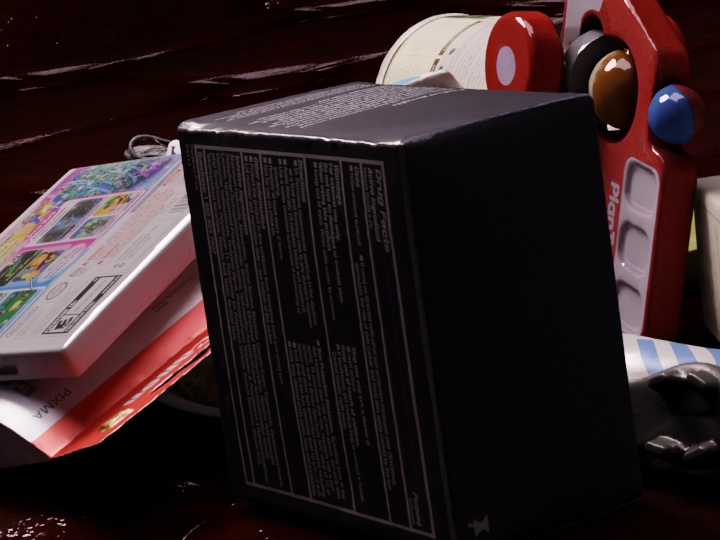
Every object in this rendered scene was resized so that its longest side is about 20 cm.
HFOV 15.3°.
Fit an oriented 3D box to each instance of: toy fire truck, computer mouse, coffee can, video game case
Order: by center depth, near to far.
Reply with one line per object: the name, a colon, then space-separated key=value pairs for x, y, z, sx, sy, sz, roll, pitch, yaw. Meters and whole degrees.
video game case: x=-0.163 y=-0.003 z=1.528 sx=0.181 sy=0.024 sz=0.200 roll=-6 pitch=32 yaw=44
toy fire truck: x=0.152 y=-0.071 z=1.582 sx=0.111 sy=0.201 sz=0.168 roll=-1 pitch=18 yaw=-26
computer mouse: x=-0.097 y=-0.067 z=1.785 sx=0.109 sy=0.044 sz=0.200 roll=-3 pitch=6 yaw=-9
coffee can: x=0.117 y=-0.124 z=2.063 sx=0.146 sy=0.147 sz=0.200 roll=-14 pitch=12 yaw=-25

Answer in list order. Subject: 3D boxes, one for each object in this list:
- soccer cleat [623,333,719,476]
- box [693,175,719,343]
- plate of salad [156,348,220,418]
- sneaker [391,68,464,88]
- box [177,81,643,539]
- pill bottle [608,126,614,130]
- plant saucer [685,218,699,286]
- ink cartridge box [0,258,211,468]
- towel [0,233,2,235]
soccer cleat: x=0.146 y=0.068 z=1.329 sx=0.086 sy=0.070 sz=0.200 roll=3 pitch=5 yaw=-35
box: x=0.238 y=0.004 z=1.470 sx=0.077 sy=0.096 sz=0.200 roll=-8 pitch=12 yaw=-1
plate of salad: x=-0.031 y=0.045 z=1.552 sx=0.199 sy=0.048 sz=0.200 roll=-3 pitch=15 yaw=1
sneaker: x=0.034 y=-0.071 z=1.602 sx=0.072 sy=0.072 sz=0.200 roll=-46 pitch=15 yaw=17
box: x=0.023 y=0.019 z=1.295 sx=0.123 sy=0.201 sz=0.198 roll=-15 pitch=14 yaw=-31
pill bottle: x=0.095 y=-0.067 z=1.893 sx=0.199 sy=0.110 sz=0.109 roll=-9 pitch=11 yaw=1
plant saucer: x=0.158 y=-0.008 z=1.754 sx=0.199 sy=0.031 sz=0.200 roll=-8 pitch=12 yaw=2
ink cartridge box: x=-0.136 y=0.042 z=1.465 sx=0.160 sy=0.047 sz=0.200 roll=-40 pitch=11 yaw=-27
towel: x=-0.197 y=-0.003 z=1.666 sx=0.199 sy=0.035 sz=0.133 roll=-17 pitch=15 yaw=-3
